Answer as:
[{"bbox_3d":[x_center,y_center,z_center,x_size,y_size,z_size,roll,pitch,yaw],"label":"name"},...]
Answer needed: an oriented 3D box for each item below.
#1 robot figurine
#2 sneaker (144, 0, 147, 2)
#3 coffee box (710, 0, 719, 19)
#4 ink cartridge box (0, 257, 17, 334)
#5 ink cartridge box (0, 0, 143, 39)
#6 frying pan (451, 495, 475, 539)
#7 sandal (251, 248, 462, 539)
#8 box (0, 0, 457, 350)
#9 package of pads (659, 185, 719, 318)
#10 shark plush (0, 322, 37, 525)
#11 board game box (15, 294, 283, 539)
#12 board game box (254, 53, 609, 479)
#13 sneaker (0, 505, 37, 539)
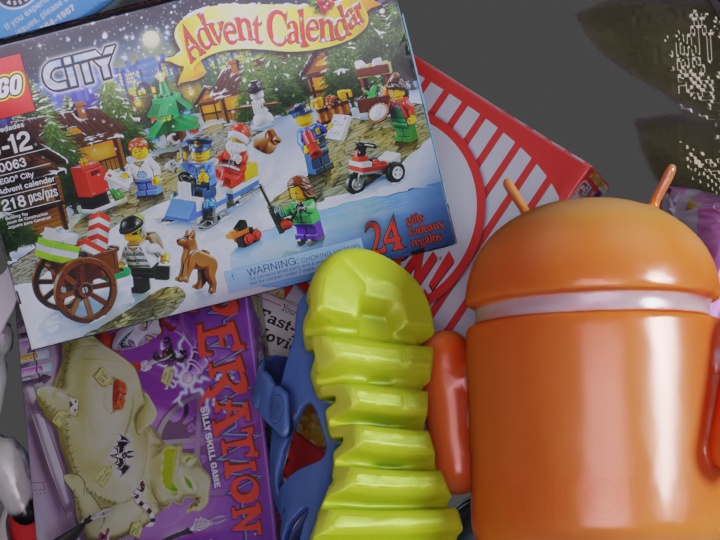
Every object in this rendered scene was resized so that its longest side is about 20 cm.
[{"bbox_3d":[0.104,0.056,1.071,0.116,0.144,0.201,2,82,-24],"label":"robot figurine"},{"bbox_3d":[-0.048,-0.128,1.160,0.200,0.079,0.078,-49,131,9],"label":"sneaker"},{"bbox_3d":[0.269,-0.161,1.132,0.199,0.200,0.199,-27,91,-1],"label":"coffee box"},{"bbox_3d":[-0.247,-0.038,1.135,0.199,0.068,0.117,17,68,12],"label":"ink cartridge box"},{"bbox_3d":[-0.168,-0.209,1.169,0.145,0.084,0.201,-35,92,-2],"label":"ink cartridge box"},{"bbox_3d":[0.048,0.144,1.180,0.189,0.031,0.115,32,67,-23],"label":"frying pan"},{"bbox_3d":[-0.007,0.097,1.077,0.079,0.087,0.201,15,61,-29],"label":"sandal"},{"bbox_3d":[-0.069,-0.056,1.105,0.199,0.038,0.137,-14,102,2],"label":"box"},{"bbox_3d":[0.223,0.040,1.172,0.199,0.076,0.121,13,94,-20],"label":"package of pads"},{"bbox_3d":[-0.215,0.042,1.175,0.090,0.083,0.201,-2,85,-37],"label":"shark plush"},{"bbox_3d":[-0.097,0.079,1.147,0.119,0.032,0.201,-11,74,11],"label":"board game box"},{"bbox_3d":[0.000,0.000,1.173,0.151,0.046,0.201,33,89,21],"label":"board game box"},{"bbox_3d":[-0.075,0.134,1.186,0.199,0.077,0.086,12,85,-3],"label":"sneaker"}]
